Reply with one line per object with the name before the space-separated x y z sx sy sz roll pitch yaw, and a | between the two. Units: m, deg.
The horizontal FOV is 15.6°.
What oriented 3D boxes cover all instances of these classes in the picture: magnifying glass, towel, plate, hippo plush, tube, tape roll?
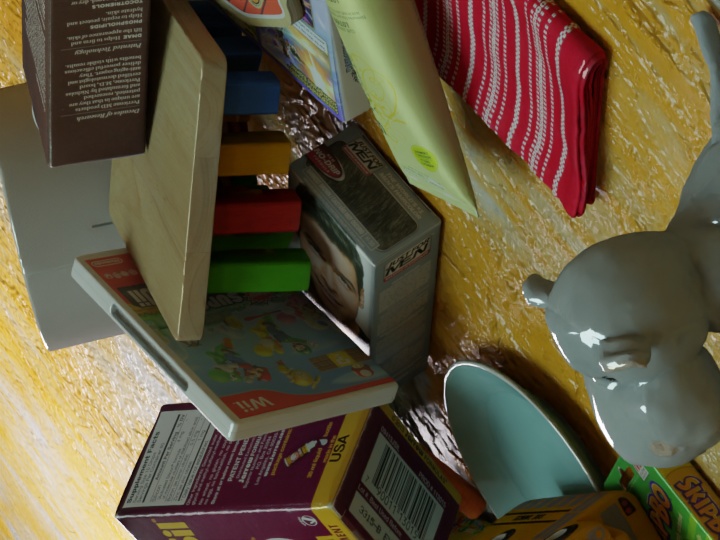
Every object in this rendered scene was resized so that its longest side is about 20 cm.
magnifying glass | 0.015 0.114 1.907 0.200 0.022 0.080 42 -167 -20
towel | 0.070 -0.134 1.502 0.200 0.022 0.145 47 157 28
plate | 0.126 0.141 1.786 0.200 0.026 0.201 48 159 25
hippo plush | 0.177 0.015 1.258 0.159 0.160 0.201 29 147 54
tube | 0.019 -0.122 1.544 0.058 0.052 0.201 -79 -28 -54
tape roll | -0.193 -0.052 1.985 0.203 0.138 0.204 167 90 -87

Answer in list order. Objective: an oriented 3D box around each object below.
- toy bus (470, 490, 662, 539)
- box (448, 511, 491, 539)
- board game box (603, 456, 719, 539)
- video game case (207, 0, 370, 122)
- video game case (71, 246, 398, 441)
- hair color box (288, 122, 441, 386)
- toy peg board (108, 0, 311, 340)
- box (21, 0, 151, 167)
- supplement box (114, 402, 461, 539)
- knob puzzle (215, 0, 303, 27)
toy bus | 0.134 0.185 1.676 0.065 0.078 0.200 59 161 -3
box | 0.023 0.282 1.993 0.122 0.192 0.200 60 160 -17
board game box | 0.225 0.190 1.619 0.200 0.030 0.096 50 159 15
video game case | -0.061 -0.217 1.656 0.200 0.045 0.182 43 155 36
video game case | -0.087 0.040 1.801 0.200 0.142 0.018 43 129 36
hair color box | 0.000 0.000 1.820 0.099 0.060 0.200 49 158 24
toy peg board | -0.095 -0.088 1.773 0.200 0.097 0.200 -125 37 -57
box | -0.179 -0.173 1.716 0.201 0.074 0.101 100 157 -48
supplement box | -0.051 0.166 1.864 0.199 0.104 0.131 -6 137 37
knob puzzle | -0.103 -0.227 1.630 0.220 0.030 0.220 48 159 26
